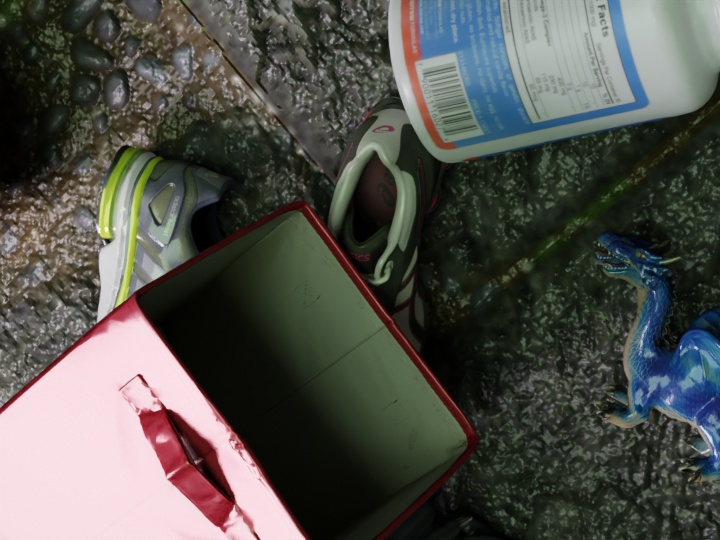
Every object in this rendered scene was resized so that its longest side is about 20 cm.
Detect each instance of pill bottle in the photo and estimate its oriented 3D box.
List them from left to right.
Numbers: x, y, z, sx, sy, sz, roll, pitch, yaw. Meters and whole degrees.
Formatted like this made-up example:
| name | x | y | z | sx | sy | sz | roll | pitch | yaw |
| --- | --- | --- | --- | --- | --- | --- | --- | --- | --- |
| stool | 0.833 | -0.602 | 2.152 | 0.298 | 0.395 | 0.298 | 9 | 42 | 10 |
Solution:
| name | x | y | z | sx | sy | sz | roll | pitch | yaw |
| --- | --- | --- | --- | --- | --- | --- | --- | --- | --- |
| pill bottle | 0.125 | -0.129 | 0.934 | 0.200 | 0.112 | 0.112 | -11 | 100 | 21 |

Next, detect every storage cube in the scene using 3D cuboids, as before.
| name | x | y | z | sx | sy | sz | roll | pitch | yaw |
| --- | --- | --- | --- | --- | --- | --- | --- | --- | --- |
| storage cube | -0.078 | 0.098 | 0.947 | 0.180 | 0.200 | 0.171 | -38 | 88 | 32 |

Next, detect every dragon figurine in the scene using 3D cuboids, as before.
| name | x | y | z | sx | sy | sz | roll | pitch | yaw |
| --- | --- | --- | --- | --- | --- | --- | --- | --- | --- |
| dragon figurine | 0.199 | 0.060 | 0.983 | 0.200 | 0.059 | 0.100 | 36 | 113 | 10 |

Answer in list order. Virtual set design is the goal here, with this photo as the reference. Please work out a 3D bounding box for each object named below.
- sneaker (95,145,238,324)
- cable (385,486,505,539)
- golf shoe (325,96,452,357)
| name | x | y | z | sx | sy | sz | roll | pitch | yaw |
| --- | --- | --- | --- | --- | --- | --- | --- | --- | --- |
| sneaker | -0.117 | 0.025 | 1.085 | 0.081 | 0.074 | 0.200 | 6 | 107 | 15 |
| cable | 0.039 | 0.229 | 1.019 | 0.051 | 0.200 | 0.163 | -31 | 98 | 45 |
| golf shoe | 0.000 | 0.000 | 1.027 | 0.077 | 0.088 | 0.200 | 13 | 109 | 15 |
